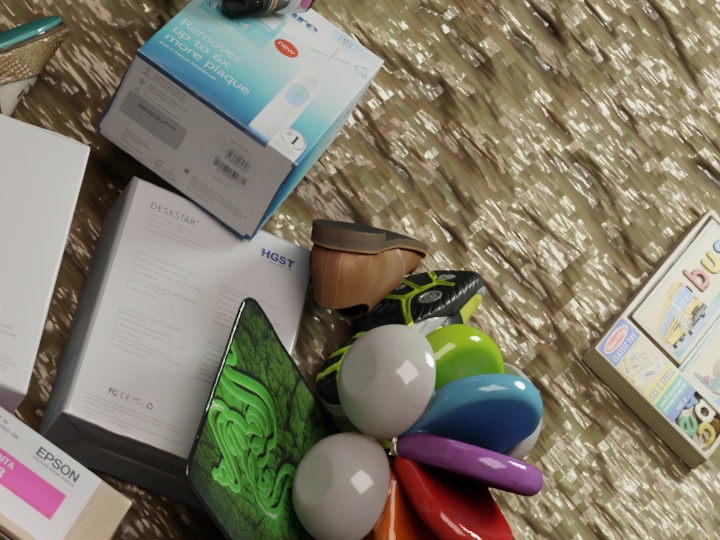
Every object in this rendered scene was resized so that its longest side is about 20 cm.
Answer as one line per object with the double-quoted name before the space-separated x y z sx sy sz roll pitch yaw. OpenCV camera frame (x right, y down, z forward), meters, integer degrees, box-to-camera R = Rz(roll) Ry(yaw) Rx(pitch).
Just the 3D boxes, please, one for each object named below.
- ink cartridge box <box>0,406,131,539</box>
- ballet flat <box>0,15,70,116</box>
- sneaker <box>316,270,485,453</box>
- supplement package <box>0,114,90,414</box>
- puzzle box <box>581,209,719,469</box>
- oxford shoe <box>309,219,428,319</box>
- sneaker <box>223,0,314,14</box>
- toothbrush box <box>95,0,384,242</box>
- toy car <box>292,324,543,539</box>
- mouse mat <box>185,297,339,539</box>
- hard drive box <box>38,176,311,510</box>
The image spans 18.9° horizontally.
"ink cartridge box" -0.267 0.147 1.422 0.199 0.165 0.075 37 56 -6
"ballet flat" -0.299 -0.133 1.613 0.199 0.070 0.066 -24 104 -30
"sneaker" 0.035 0.067 1.677 0.200 0.075 0.077 -43 124 -41
"supplement package" -0.279 0.001 1.512 0.119 0.121 0.202 19 60 -16
"puzzle box" 0.287 0.054 1.822 0.133 0.025 0.200 43 56 0
"oxford shoe" 0.000 0.000 1.647 0.071 0.200 0.072 11 95 18
"sneaker" -0.115 -0.275 1.650 0.086 0.081 0.200 -23 65 -46
"toothbrush box" -0.088 -0.134 1.650 0.146 0.086 0.200 36 34 1
"toy car" 0.062 0.143 1.551 0.174 0.150 0.201 23 90 -41
"mouse mat" -0.062 0.138 1.538 0.201 0.007 0.162 59 38 -43
"hard drive box" -0.133 0.056 1.585 0.155 0.077 0.201 23 59 -15
